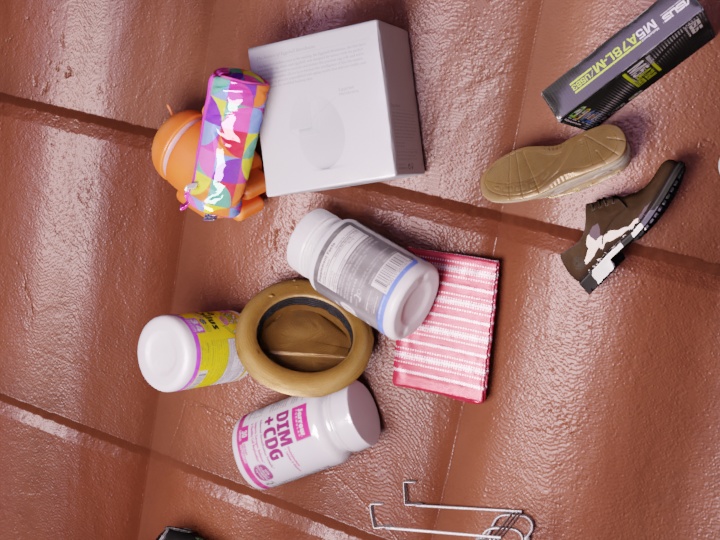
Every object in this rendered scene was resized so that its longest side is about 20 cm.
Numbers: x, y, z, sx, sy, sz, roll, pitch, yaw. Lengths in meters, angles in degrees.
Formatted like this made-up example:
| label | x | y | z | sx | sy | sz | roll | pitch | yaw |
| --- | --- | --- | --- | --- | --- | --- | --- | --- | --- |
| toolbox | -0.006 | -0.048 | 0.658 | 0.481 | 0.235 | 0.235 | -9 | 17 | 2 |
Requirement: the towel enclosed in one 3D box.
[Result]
| label | x | y | z | sx | sy | sz | roll | pitch | yaw |
| --- | --- | --- | --- | --- | --- | --- | --- | --- | --- |
| towel | 0.118 | 0.077 | 1.376 | 0.142 | 0.022 | 0.204 | 9 | 98 | 24 |

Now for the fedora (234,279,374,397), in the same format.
| label | x | y | z | sx | sy | sz | roll | pitch | yaw |
| --- | --- | --- | --- | --- | --- | --- | --- | --- | --- |
| fedora | -0.081 | 0.109 | 1.414 | 0.199 | 0.201 | 0.082 | 32 | 151 | 16 |

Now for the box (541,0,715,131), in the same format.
| label | x | y | z | sx | sy | sz | roll | pitch | yaw |
| --- | --- | --- | --- | --- | --- | --- | --- | --- | --- |
| box | 0.318 | -0.243 | 1.158 | 0.192 | 0.199 | 0.048 | -35 | 80 | 21 |

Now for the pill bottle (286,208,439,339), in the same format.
| label | x | y | z | sx | sy | sz | roll | pitch | yaw |
| --- | --- | --- | --- | --- | --- | --- | --- | --- | --- |
| pill bottle | 0.000 | 0.000 | 1.360 | 0.198 | 0.113 | 0.115 | 31 | 107 | 28 |

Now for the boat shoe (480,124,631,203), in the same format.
| label | x | y | z | sx | sy | sz | roll | pitch | yaw |
| --- | --- | --- | --- | --- | --- | --- | --- | --- | --- |
| boat shoe | 0.253 | -0.124 | 1.268 | 0.197 | 0.069 | 0.075 | -14 | 66 | 29 |

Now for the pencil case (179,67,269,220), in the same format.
| label | x | y | z | sx | sy | sz | roll | pitch | yaw |
| --- | --- | --- | --- | --- | --- | --- | --- | --- | --- |
| pencil case | -0.180 | -0.167 | 1.317 | 0.087 | 0.088 | 0.203 | 22 | 108 | 19 |

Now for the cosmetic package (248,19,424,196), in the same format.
| label | x | y | z | sx | sy | sz | roll | pitch | yaw |
| --- | --- | --- | --- | --- | --- | --- | --- | --- | --- |
| cosmetic package | -0.031 | -0.217 | 1.351 | 0.196 | 0.123 | 0.204 | -6 | 94 | 24 |

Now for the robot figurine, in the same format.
| label | x | y | z | sx | sy | sz | roll | pitch | yaw |
| --- | --- | --- | --- | --- | --- | --- | --- | --- | --- |
| robot figurine | -0.223 | -0.158 | 1.444 | 0.199 | 0.144 | 0.117 | 36 | 74 | 15 |

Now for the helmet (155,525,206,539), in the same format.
| label | x | y | z | sx | sy | sz | roll | pitch | yaw |
| --- | --- | --- | --- | --- | --- | --- | --- | --- | --- |
| helmet | -0.270 | 0.511 | 1.499 | 0.190 | 0.200 | 0.201 | 39 | 109 | -1 |

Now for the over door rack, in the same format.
| label | x | y | z | sx | sy | sz | roll | pitch | yaw |
| --- | --- | --- | --- | --- | --- | --- | --- | --- | --- |
| over door rack | 0.124 | 0.351 | 1.337 | 0.196 | 0.147 | 0.068 | 11 | 95 | 21 |

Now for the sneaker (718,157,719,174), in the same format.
| label | x | y | z | sx | sy | sz | roll | pitch | yaw |
| --- | --- | --- | --- | --- | --- | --- | --- | --- | --- |
| sneaker | 0.518 | -0.143 | 1.151 | 0.197 | 0.076 | 0.077 | -12 | 93 | 25 |

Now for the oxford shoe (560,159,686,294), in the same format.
| label | x | y | z | sx | sy | sz | roll | pitch | yaw |
| --- | --- | --- | --- | --- | --- | --- | --- | --- | --- |
| oxford shoe | 0.326 | -0.070 | 1.244 | 0.084 | 0.072 | 0.201 | 45 | 110 | 14 |

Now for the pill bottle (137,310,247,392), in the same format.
| label | x | y | z | sx | sy | sz | roll | pitch | yaw |
| --- | --- | --- | --- | --- | --- | --- | --- | --- | --- |
| pill bottle | -0.217 | 0.112 | 1.420 | 0.103 | 0.199 | 0.107 | 1 | 91 | 32 |

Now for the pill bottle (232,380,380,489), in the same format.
| label | x | y | z | sx | sy | sz | roll | pitch | yaw |
| --- | --- | --- | --- | --- | --- | --- | --- | --- | --- |
| pill bottle | -0.077 | 0.235 | 1.427 | 0.197 | 0.113 | 0.115 | -24 | 87 | 23 |
